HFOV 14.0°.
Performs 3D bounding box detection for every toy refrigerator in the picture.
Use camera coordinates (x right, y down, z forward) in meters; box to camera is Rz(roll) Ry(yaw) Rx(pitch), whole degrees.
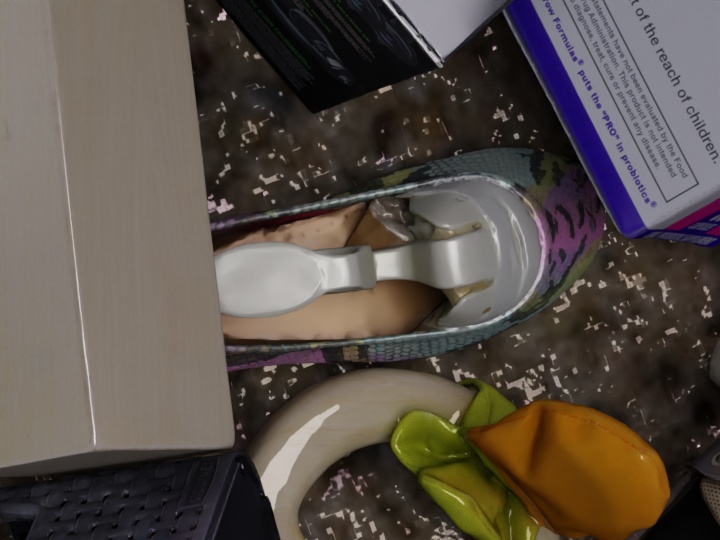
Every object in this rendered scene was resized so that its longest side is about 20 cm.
[{"bbox_3d":[-0.100,-0.036,0.953,0.076,0.070,0.201,3,77,-57],"label":"toy refrigerator"}]

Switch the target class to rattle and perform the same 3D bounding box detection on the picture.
[{"bbox_3d":[-0.009,0.113,0.992,0.199,0.143,0.131,-15,111,-19],"label":"rattle"}]

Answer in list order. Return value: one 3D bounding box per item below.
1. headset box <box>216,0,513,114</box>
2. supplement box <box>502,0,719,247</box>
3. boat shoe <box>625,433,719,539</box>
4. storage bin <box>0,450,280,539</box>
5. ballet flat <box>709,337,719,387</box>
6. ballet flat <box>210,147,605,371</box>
[{"bbox_3d":[0.039,-0.147,0.970,0.174,0.200,0.093,-42,98,-10],"label":"headset box"},{"bbox_3d":[0.165,-0.099,0.994,0.200,0.101,0.104,-32,76,21],"label":"supplement box"},{"bbox_3d":[0.150,0.079,1.001,0.075,0.200,0.073,49,37,13],"label":"boat shoe"},{"bbox_3d":[-0.065,0.174,0.938,0.093,0.135,0.201,-8,114,12],"label":"storage bin"},{"bbox_3d":[0.166,0.050,1.068,0.067,0.068,0.201,-14,91,-6],"label":"ballet flat"},{"bbox_3d":[0.000,0.000,1.025,0.199,0.071,0.070,-11,90,-13],"label":"ballet flat"}]
